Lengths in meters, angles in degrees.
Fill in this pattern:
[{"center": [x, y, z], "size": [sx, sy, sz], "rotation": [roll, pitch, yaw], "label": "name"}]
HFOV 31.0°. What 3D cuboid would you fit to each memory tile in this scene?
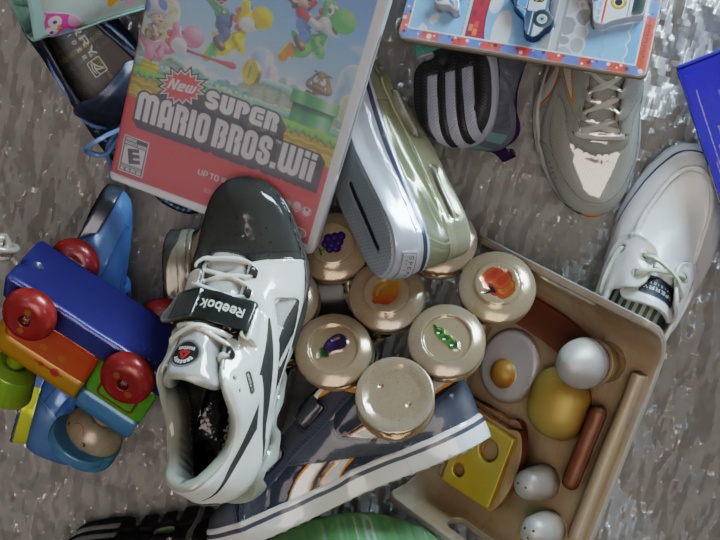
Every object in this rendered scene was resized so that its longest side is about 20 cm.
[{"center": [0.000, 0.000, 0.835], "size": [0.200, 0.017, 0.153], "rotation": [40, 72, 19], "label": "memory tile"}]

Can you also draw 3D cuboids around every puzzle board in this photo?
[{"center": [0.117, -0.221, 0.787], "size": [0.149, 0.017, 0.202], "rotation": [11, 77, 15], "label": "puzzle board"}]

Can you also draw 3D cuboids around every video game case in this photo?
[{"center": [-0.067, -0.121, 0.786], "size": [0.142, 0.017, 0.202], "rotation": [20, 118, 4], "label": "video game case"}]

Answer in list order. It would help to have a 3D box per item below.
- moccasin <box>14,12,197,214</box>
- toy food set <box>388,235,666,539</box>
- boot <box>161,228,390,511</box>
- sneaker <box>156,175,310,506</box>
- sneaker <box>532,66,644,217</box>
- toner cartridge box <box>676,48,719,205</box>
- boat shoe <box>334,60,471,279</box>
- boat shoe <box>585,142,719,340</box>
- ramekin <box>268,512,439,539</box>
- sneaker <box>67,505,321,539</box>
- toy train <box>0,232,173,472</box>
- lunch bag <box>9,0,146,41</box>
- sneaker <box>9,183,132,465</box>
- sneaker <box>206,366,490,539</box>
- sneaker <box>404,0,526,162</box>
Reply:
[{"center": [-0.168, -0.115, 0.858], "size": [0.080, 0.068, 0.200], "rotation": [-42, 97, 9], "label": "moccasin"}, {"center": [0.102, 0.097, 0.857], "size": [0.143, 0.060, 0.202], "rotation": [28, 105, 37], "label": "toy food set"}, {"center": [-0.048, 0.064, 0.889], "size": [0.152, 0.074, 0.206], "rotation": [-8, 100, 2], "label": "boot"}, {"center": [-0.080, 0.040, 0.773], "size": [0.073, 0.088, 0.202], "rotation": [1, 85, 19], "label": "sneaker"}, {"center": [0.153, -0.132, 0.832], "size": [0.075, 0.092, 0.202], "rotation": [2, 102, 2], "label": "sneaker"}, {"center": [0.281, -0.053, 0.833], "size": [0.094, 0.043, 0.202], "rotation": [-18, 90, 36], "label": "toner cartridge box"}, {"center": [0.009, -0.084, 0.838], "size": [0.061, 0.072, 0.202], "rotation": [-8, 66, -28], "label": "boat shoe"}, {"center": [0.196, 0.014, 0.873], "size": [0.073, 0.067, 0.202], "rotation": [19, 101, -2], "label": "boat shoe"}, {"center": [-0.005, 0.258, 0.860], "size": [0.198, 0.098, 0.202], "rotation": [-4, 118, -8], "label": "ramekin"}, {"center": [-0.111, 0.233, 0.933], "size": [0.198, 0.076, 0.117], "rotation": [-6, 108, 13], "label": "sneaker"}, {"center": [-0.214, 0.039, 0.827], "size": [0.199, 0.085, 0.116], "rotation": [33, 119, -5], "label": "toy train"}, {"center": [-0.157, -0.254, 0.784], "size": [0.169, 0.122, 0.202], "rotation": [-24, 103, -21], "label": "lunch bag"}, {"center": [-0.178, 0.041, 0.895], "size": [0.078, 0.066, 0.202], "rotation": [18, 103, -7], "label": "sneaker"}, {"center": [-0.020, 0.114, 0.850], "size": [0.199, 0.078, 0.080], "rotation": [-26, 86, 6], "label": "sneaker"}, {"center": [0.072, -0.173, 0.850], "size": [0.074, 0.087, 0.202], "rotation": [-3, 81, 30], "label": "sneaker"}]
